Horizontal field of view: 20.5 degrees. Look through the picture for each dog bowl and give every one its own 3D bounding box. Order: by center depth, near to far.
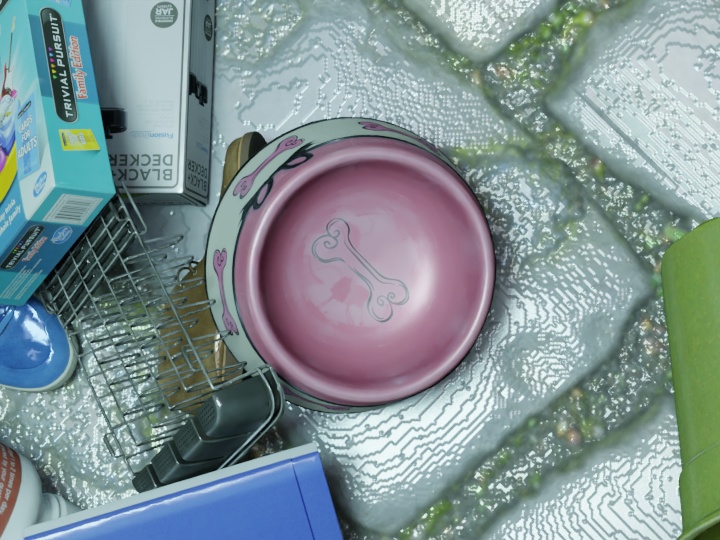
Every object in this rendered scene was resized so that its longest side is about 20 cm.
[{"bbox_3d":[0.000,0.000,1.310,0.199,0.074,0.201,-1,95,-13],"label":"dog bowl"}]

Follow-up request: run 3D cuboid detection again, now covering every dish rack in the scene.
[{"bbox_3d":[-0.141,0.043,1.319,0.153,0.054,0.201,-45,68,47],"label":"dish rack"}]

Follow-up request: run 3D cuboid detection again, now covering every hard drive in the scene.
[{"bbox_3d":[-0.108,0.202,1.321,0.199,0.025,0.133,-16,114,-3],"label":"hard drive"}]

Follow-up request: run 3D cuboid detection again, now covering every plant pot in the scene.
[{"bbox_3d":[0.270,0.064,1.250,0.199,0.200,0.191,-15,68,9],"label":"plant pot"}]

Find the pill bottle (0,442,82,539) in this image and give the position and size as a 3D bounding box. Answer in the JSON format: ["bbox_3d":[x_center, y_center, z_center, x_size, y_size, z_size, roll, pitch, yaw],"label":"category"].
[{"bbox_3d":[-0.286,0.153,1.326,0.200,0.112,0.112,33,90,-27],"label":"pill bottle"}]

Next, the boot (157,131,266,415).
[{"bbox_3d":[-0.100,0.002,1.374,0.075,0.074,0.201,5,87,21],"label":"boot"}]

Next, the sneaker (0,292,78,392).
[{"bbox_3d":[-0.292,0.016,1.383,0.200,0.111,0.077,38,91,12],"label":"sneaker"}]

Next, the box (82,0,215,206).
[{"bbox_3d":[-0.165,-0.147,1.404,0.116,0.060,0.201,2,84,11],"label":"box"}]

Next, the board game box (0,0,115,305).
[{"bbox_3d":[-0.232,-0.101,1.345,0.151,0.047,0.201,-44,51,44],"label":"board game box"}]
